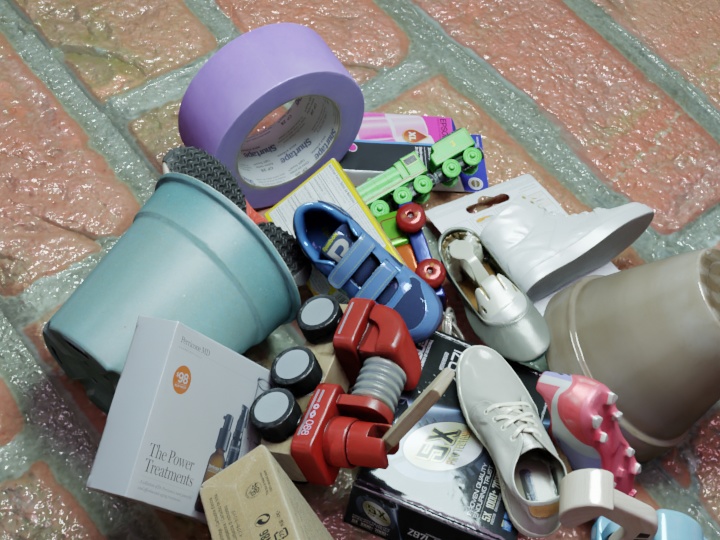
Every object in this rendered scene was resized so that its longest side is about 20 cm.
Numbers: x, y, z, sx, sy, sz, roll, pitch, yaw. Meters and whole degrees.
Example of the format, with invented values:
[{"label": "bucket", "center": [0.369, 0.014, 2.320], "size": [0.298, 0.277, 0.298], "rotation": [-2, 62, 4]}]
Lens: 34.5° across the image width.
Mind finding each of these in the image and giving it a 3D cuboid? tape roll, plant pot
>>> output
[{"label": "tape roll", "center": [-0.099, -0.171, 1.303], "size": [0.198, 0.201, 0.085], "rotation": [-22, 59, -24]}, {"label": "plant pot", "center": [-0.194, 0.044, 1.148], "size": [0.199, 0.201, 0.196], "rotation": [35, 63, 15]}, {"label": "plant pot", "center": [0.314, 0.070, 1.180], "size": [0.198, 0.173, 0.202], "rotation": [25, 48, -31]}]

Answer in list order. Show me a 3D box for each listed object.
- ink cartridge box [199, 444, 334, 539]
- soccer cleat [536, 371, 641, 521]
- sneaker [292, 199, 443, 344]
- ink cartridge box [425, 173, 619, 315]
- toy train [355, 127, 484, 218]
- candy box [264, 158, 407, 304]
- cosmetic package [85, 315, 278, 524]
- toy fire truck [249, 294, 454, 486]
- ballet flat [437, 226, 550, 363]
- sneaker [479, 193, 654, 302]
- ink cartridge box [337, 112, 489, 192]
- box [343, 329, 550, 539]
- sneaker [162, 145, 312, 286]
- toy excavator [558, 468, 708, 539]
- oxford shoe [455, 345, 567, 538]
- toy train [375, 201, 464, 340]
[{"label": "ink cartridge box", "center": [-0.051, 0.268, 0.968], "size": [0.075, 0.166, 0.200], "rotation": [-32, 27, -2]}, {"label": "soccer cleat", "center": [0.223, 0.174, 1.134], "size": [0.076, 0.201, 0.067], "rotation": [24, 59, 39]}, {"label": "sneaker", "center": [0.000, 0.000, 1.183], "size": [0.200, 0.082, 0.074], "rotation": [41, 91, 25]}, {"label": "ink cartridge box", "center": [0.186, -0.013, 1.349], "size": [0.160, 0.051, 0.201], "rotation": [-21, 51, -22]}, {"label": "toy train", "center": [0.055, -0.103, 1.357], "size": [0.198, 0.042, 0.057], "rotation": [-30, 75, -13]}, {"label": "candy box", "center": [-0.016, -0.014, 1.252], "size": [0.102, 0.026, 0.201], "rotation": [-36, 67, 7]}, {"label": "cosmetic package", "center": [-0.147, 0.144, 1.046], "size": [0.051, 0.200, 0.153], "rotation": [5, 73, 29]}, {"label": "toy fire truck", "center": [0.014, 0.107, 1.075], "size": [0.197, 0.130, 0.177], "rotation": [3, 49, 28]}, {"label": "ballet flat", "center": [0.131, 0.021, 1.218], "size": [0.067, 0.064, 0.201], "rotation": [-30, 39, -3]}, {"label": "sneaker", "center": [0.229, -0.054, 1.308], "size": [0.198, 0.074, 0.116], "rotation": [-25, 59, -24]}, {"label": "ink cartridge box", "center": [0.061, -0.145, 1.419], "size": [0.197, 0.037, 0.096], "rotation": [4, 55, -11]}, {"label": "box", "center": [0.094, 0.179, 1.160], "size": [0.162, 0.087, 0.201], "rotation": [22, 54, 6]}, {"label": "sneaker", "center": [-0.147, -0.039, 1.239], "size": [0.200, 0.093, 0.071], "rotation": [43, 43, -9]}, {"label": "toy excavator", "center": [0.257, 0.252, 1.066], "size": [0.191, 0.201, 0.101], "rotation": [12, 52, -2]}, {"label": "oxford shoe", "center": [0.146, 0.152, 1.099], "size": [0.074, 0.058, 0.202], "rotation": [-9, 56, -14]}, {"label": "toy train", "center": [0.040, 0.033, 1.268], "size": [0.114, 0.085, 0.202], "rotation": [-17, 65, -2]}]
